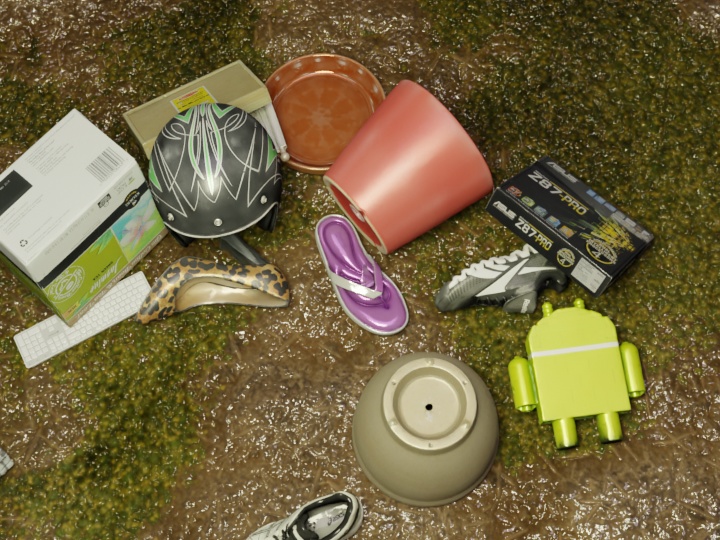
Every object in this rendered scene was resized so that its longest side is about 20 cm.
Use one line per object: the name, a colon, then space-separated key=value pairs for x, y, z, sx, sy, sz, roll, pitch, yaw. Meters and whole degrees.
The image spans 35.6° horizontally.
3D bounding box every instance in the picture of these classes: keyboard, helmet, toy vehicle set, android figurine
keyboard: x=-0.384 y=0.068 z=1.567 sx=0.198 sy=0.011 sz=0.057 roll=-28 pitch=69 yaw=-11
helmet: x=-0.196 y=-0.127 z=1.515 sx=0.197 sy=0.191 sz=0.203 roll=-1 pitch=73 yaw=2
toy vehicle set: x=-0.241 y=-0.238 z=1.642 sx=0.198 sy=0.027 sz=0.124 roll=-27 pitch=36 yaw=-10
android figurine: x=0.290 y=0.136 z=1.509 sx=0.179 sy=0.041 sz=0.203 roll=-9 pitch=72 yaw=-3

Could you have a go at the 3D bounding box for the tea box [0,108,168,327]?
tea box: x=-0.392 y=-0.068 z=1.523 sx=0.133 sy=0.197 sz=0.200 roll=38 pitch=73 yaw=20

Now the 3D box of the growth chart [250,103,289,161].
growth chart: x=-0.208 y=-0.190 z=1.655 sx=0.197 sy=0.018 sz=0.146 roll=-14 pitch=68 yaw=7

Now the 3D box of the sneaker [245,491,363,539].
sneaker: x=-0.088 y=0.335 z=1.407 sx=0.199 sy=0.088 sz=0.076 roll=-33 pitch=72 yaw=-11

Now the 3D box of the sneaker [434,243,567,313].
sneaker: x=0.201 y=0.025 z=1.550 sx=0.198 sy=0.067 sz=0.091 roll=-22 pitch=65 yaw=-11

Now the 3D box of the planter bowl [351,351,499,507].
planter bowl: x=0.087 y=0.190 z=1.443 sx=0.197 sy=0.135 sz=0.203 roll=0 pitch=66 yaw=0

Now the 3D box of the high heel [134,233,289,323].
high heel: x=-0.200 y=0.041 z=1.541 sx=0.199 sy=0.072 sz=0.142 roll=-38 pitch=65 yaw=-24

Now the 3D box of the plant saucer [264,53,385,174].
plant saucer: x=-0.058 y=-0.234 z=1.684 sx=0.197 sy=0.032 sz=0.203 roll=-1 pitch=66 yaw=1

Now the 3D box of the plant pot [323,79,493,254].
plant pot: x=0.057 y=-0.133 z=1.563 sx=0.177 sy=0.201 sz=0.201 roll=-40 pitch=71 yaw=-7

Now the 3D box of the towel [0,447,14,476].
towel: x=-0.578 y=0.238 z=1.454 sx=0.199 sy=0.086 sz=0.166 roll=37 pitch=71 yaw=15

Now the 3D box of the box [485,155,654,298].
box: x=0.292 y=-0.064 z=1.559 sx=0.200 sy=0.049 sz=0.161 roll=40 pitch=37 yaw=16

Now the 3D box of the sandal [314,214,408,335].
sandal: x=-0.006 y=0.004 z=1.570 sx=0.082 sy=0.050 sz=0.204 roll=-31 pitch=70 yaw=-12
